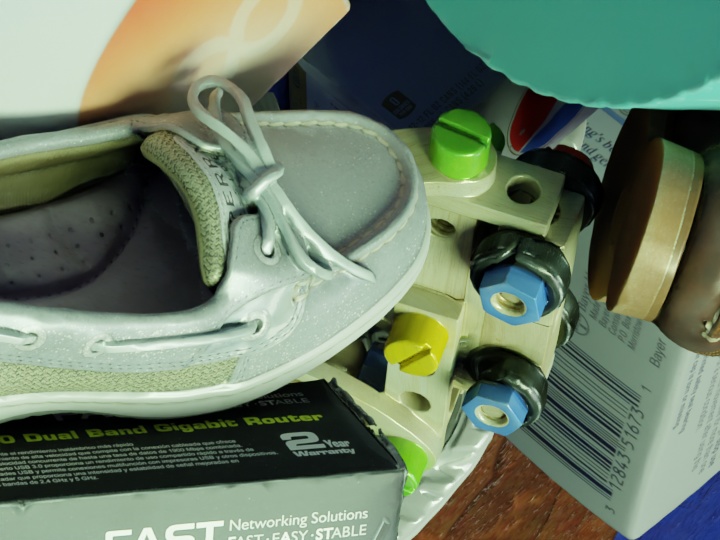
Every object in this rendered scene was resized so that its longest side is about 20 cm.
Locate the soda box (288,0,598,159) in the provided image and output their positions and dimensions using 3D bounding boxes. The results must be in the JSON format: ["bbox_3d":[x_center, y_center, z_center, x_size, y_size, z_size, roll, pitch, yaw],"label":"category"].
[{"bbox_3d":[0.066,-0.097,0.987,0.200,0.064,0.068,-42,155,-22],"label":"soda box"}]

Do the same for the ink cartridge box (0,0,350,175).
[{"bbox_3d":[-0.097,-0.046,0.740,0.200,0.050,0.162,-49,158,-10],"label":"ink cartridge box"}]

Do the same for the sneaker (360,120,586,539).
[{"bbox_3d":[0.032,0.018,1.048,0.200,0.078,0.099,-64,166,-6],"label":"sneaker"}]

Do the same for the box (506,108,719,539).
[{"bbox_3d":[0.153,-0.023,1.216,0.200,0.105,0.184,-36,154,-30],"label":"box"}]

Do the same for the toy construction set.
[{"bbox_3d":[0.000,0.000,0.903,0.200,0.131,0.092,85,24,-68],"label":"toy construction set"}]

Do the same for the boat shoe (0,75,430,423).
[{"bbox_3d":[-0.065,-0.006,0.741,0.202,0.074,0.065,-10,152,-28],"label":"boat shoe"}]

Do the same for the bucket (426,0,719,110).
[{"bbox_3d":[0.109,-0.136,0.831,0.135,0.207,0.207,-7,133,-49],"label":"bucket"}]

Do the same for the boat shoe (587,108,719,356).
[{"bbox_3d":[0.107,-0.011,0.875,0.200,0.070,0.070,-83,-172,-78],"label":"boat shoe"}]

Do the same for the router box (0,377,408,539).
[{"bbox_3d":[-0.093,0.113,0.764,0.200,0.062,0.150,-4,112,-22],"label":"router box"}]
